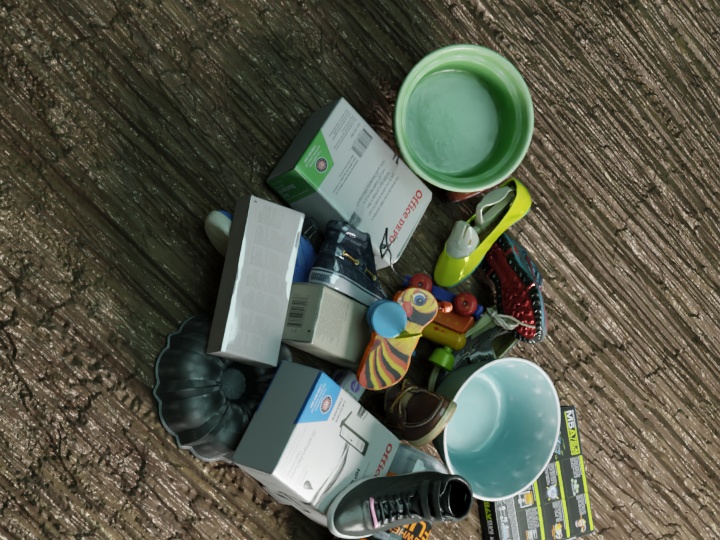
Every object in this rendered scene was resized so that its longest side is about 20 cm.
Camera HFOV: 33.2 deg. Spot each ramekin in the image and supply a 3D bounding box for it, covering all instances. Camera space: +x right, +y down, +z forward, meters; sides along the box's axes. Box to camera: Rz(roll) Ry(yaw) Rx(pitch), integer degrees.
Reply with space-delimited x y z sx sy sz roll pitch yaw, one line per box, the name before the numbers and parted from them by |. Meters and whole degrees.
ramekin | 0.137 -0.211 1.701 0.196 0.098 0.204 0 93 -8

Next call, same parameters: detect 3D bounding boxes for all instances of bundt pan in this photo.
bundt pan | -0.165 0.147 1.567 0.199 0.075 0.206 5 81 -32

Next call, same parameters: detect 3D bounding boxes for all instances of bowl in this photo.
bowl | 0.174 0.212 1.708 0.198 0.105 0.205 -5 99 -28

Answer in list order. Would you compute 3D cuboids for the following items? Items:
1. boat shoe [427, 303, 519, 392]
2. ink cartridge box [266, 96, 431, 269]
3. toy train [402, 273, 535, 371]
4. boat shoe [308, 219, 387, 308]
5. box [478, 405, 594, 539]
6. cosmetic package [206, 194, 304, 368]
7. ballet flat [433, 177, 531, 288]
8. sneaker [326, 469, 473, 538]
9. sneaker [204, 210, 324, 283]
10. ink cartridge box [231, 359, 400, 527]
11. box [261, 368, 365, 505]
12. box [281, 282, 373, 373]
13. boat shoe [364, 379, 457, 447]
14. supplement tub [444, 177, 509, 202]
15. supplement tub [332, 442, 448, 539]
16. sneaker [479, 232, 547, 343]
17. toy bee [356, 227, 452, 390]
boat shoe | 0.176 0.124 1.788 0.201 0.065 0.073 -42 141 -33
ink cartridge box | -0.013 -0.115 1.694 0.200 0.084 0.147 45 56 -19
toy train | 0.137 0.094 1.728 0.197 0.085 0.117 23 81 10
boat shoe | 0.000 0.000 1.647 0.200 0.070 0.092 34 71 -63
box | 0.261 0.318 1.839 0.191 0.047 0.204 -7 86 -36
cosmetic package | -0.133 0.015 1.530 0.082 0.050 0.203 19 74 -31
ballet flat | 0.175 -0.063 1.802 0.200 0.067 0.067 -44 140 -12
sneaker | 0.057 0.293 1.529 0.197 0.099 0.072 -9 88 -33
sneaker | -0.114 -0.040 1.625 0.200 0.076 0.112 43 68 -25
ink cartridge box | -0.052 0.232 1.557 0.200 0.083 0.148 44 64 -41
box | -0.062 0.224 1.643 0.041 0.038 0.201 46 61 -22
box | -0.026 0.083 1.629 0.199 0.068 0.084 31 68 -51
boat shoe | 0.061 0.187 1.636 0.072 0.200 0.073 40 73 -13
supplement tub | 0.143 -0.212 1.805 0.106 0.106 0.203 -28 99 -33
supplement tub | 0.035 0.344 1.639 0.122 0.122 0.202 33 67 -25
sneaker | 0.250 0.025 1.818 0.095 0.079 0.202 18 42 -38
toy bee | 0.063 0.063 1.583 0.107 0.131 0.203 11 111 -6
